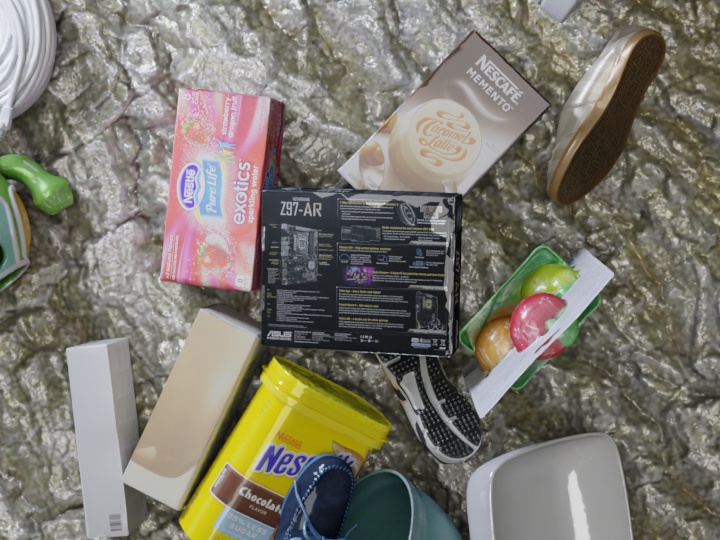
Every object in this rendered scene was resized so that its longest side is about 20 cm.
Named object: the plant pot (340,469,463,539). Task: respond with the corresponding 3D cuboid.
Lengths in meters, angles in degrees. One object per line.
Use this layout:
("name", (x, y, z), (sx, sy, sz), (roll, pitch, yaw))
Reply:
("plant pot", (0.041, 0.322, 1.499), (0.134, 0.200, 0.201), (31, 96, -23))

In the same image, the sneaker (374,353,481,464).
("sneaker", (0.058, 0.114, 1.536), (0.073, 0.080, 0.201), (-19, 72, -12))

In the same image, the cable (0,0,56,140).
("cable", (-0.419, -0.250, 1.571), (0.199, 0.069, 0.201), (32, 94, 5))

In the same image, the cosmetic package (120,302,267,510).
("cosmetic package", (-0.169, 0.140, 1.544), (0.071, 0.105, 0.201), (26, 93, 5))

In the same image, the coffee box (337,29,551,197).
("coffee box", (0.087, -0.136, 1.515), (0.114, 0.080, 0.200), (44, 96, 2))

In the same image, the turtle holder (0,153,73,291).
("turtle holder", (-0.406, -0.043, 1.556), (0.132, 0.185, 0.141), (51, 128, 2))

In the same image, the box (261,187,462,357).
("box", (0.000, 0.000, 1.477), (0.199, 0.044, 0.161), (2, 98, 12))

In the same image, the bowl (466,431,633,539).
("bowl", (0.184, 0.271, 1.489), (0.074, 0.199, 0.201), (-9, 90, 49))

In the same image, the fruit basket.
("fruit basket", (0.176, 0.059, 1.457), (0.094, 0.200, 0.185), (41, 96, -12))

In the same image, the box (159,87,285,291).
("box", (-0.143, -0.084, 1.535), (0.102, 0.095, 0.202), (7, 93, 6))

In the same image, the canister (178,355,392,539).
("canister", (-0.079, 0.209, 1.524), (0.148, 0.087, 0.201), (29, 96, -30))

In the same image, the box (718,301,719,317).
("box", (0.469, 0.066, 1.485), (0.199, 0.078, 0.096), (-5, 92, 6))

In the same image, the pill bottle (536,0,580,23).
("pill bottle", (0.156, -0.349, 1.482), (0.200, 0.113, 0.114), (40, 96, 3))

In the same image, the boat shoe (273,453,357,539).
("boat shoe", (-0.048, 0.286, 1.474), (0.084, 0.069, 0.201), (14, 99, -21))

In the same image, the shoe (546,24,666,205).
("shoe", (0.245, -0.161, 1.516), (0.053, 0.070, 0.201), (38, 103, 46))

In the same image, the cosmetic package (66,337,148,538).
("cosmetic package", (-0.269, 0.176, 1.567), (0.050, 0.083, 0.202), (-6, 91, 9))
